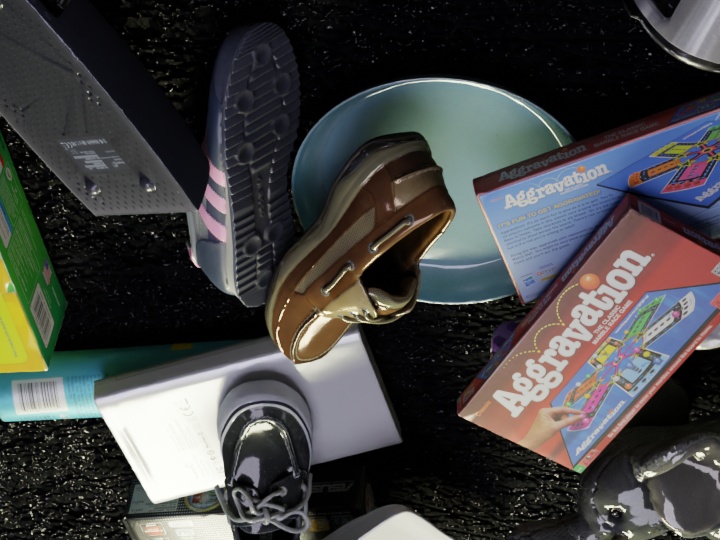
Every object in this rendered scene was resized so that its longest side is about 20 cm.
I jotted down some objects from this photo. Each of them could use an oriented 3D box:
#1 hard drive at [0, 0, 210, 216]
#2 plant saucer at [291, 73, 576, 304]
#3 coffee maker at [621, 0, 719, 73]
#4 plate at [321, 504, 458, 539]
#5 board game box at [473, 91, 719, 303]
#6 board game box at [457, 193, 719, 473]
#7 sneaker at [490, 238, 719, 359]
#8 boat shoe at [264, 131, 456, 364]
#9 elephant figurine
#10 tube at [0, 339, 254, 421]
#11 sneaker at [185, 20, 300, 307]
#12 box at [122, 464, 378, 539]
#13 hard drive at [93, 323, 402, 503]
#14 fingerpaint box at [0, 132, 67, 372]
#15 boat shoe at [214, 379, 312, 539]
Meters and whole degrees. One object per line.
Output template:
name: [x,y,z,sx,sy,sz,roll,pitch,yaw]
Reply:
hard drive: [-0.184,-0.117,1.107,0.135,0.042,0.200,0,136,50]
plant saucer: [0.055,-0.056,1.184,0.200,0.027,0.200,4,134,4]
coffee maker: [0.259,-0.197,0.938,0.192,0.135,0.200,16,135,-8]
plate: [-0.011,0.249,1.392,0.200,0.032,0.200,-35,150,11]
board game box: [0.181,-0.050,1.139,0.200,0.019,0.103,-19,132,9]
board game box: [0.159,0.046,1.175,0.103,0.019,0.200,27,123,-15]
sneaker: [0.178,0.018,1.223,0.200,0.081,0.084,-19,112,16]
boat shoe: [0.000,0.000,1.159,0.076,0.074,0.200,-17,150,-37]
elephant figurine: [0.222,0.147,1.280,0.200,0.156,0.141,16,158,-20]
tube: [-0.172,0.084,1.347,0.199,0.050,0.078,-2,140,3]
sneaker: [-0.088,-0.075,1.161,0.082,0.070,0.200,30,128,36]
box: [-0.077,0.231,1.478,0.199,0.044,0.160,-4,133,12]
hard drive: [-0.081,0.105,1.335,0.200,0.026,0.132,-15,134,6]
fingerpaint box: [-0.313,-0.020,1.241,0.166,0.073,0.200,-4,134,11]
boat shoe: [-0.072,0.166,1.330,0.073,0.068,0.200,1,134,-9]
